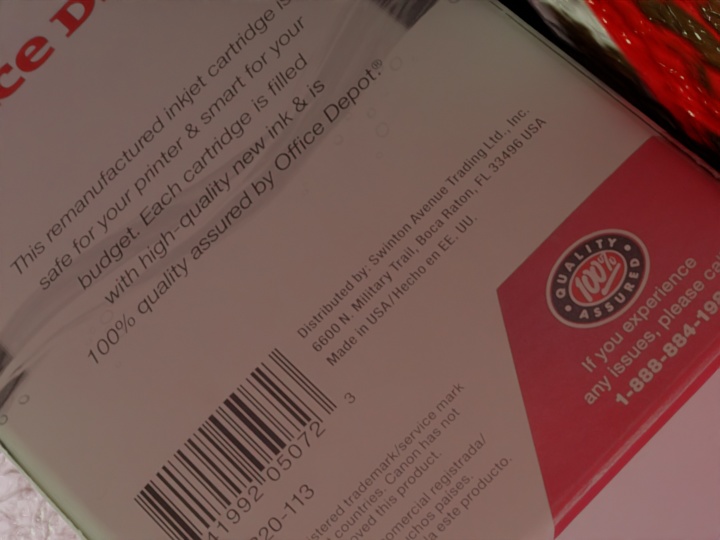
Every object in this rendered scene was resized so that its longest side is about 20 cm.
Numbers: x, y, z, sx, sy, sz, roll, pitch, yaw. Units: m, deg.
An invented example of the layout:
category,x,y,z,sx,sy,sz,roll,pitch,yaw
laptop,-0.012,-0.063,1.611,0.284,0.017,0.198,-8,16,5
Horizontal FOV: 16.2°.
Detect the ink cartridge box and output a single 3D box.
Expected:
category,x,y,z,sx,sy,sz,roll,pitch,yaw
ink cartridge box,-0.009,0.006,0.569,0.200,0.147,0.083,42,176,32
